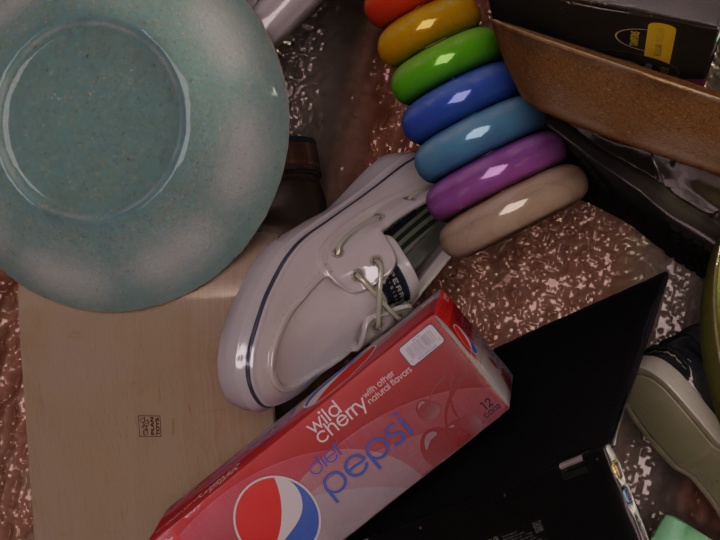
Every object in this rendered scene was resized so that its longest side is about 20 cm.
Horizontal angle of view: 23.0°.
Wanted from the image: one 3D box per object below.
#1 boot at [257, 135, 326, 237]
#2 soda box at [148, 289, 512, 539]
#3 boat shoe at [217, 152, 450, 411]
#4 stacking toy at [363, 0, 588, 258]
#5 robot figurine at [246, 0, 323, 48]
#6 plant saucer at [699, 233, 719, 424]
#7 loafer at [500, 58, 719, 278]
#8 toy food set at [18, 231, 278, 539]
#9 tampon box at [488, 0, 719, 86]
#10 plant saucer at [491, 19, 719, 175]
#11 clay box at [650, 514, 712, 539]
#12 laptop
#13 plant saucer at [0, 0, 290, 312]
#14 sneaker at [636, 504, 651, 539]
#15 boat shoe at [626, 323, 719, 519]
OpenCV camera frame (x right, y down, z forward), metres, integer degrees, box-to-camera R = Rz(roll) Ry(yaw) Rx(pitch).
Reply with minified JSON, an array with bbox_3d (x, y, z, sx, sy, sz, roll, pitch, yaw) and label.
[{"bbox_3d":[-0.113,-0.009,1.011,0.199,0.075,0.097,-14,79,4],"label":"boot"},{"bbox_3d":[-0.016,0.099,0.914,0.200,0.070,0.063,-39,95,11],"label":"soda box"},{"bbox_3d":[0.000,0.000,0.947,0.066,0.074,0.200,7,45,35],"label":"boat shoe"},{"bbox_3d":[0.041,-0.111,0.934,0.085,0.085,0.201,-27,88,4],"label":"stacking toy"},{"bbox_3d":[-0.073,-0.188,1.006,0.200,0.113,0.170,-43,46,1],"label":"robot figurine"},{"bbox_3d":[0.238,0.052,0.922,0.031,0.199,0.201,-24,78,45],"label":"plant saucer"},{"bbox_3d":[0.154,-0.069,0.991,0.200,0.073,0.071,36,78,5],"label":"loafer"},{"bbox_3d":[-0.111,0.079,0.993,0.143,0.060,0.201,0,100,11],"label":"toy food set"},{"bbox_3d":[0.153,-0.218,0.961,0.126,0.150,0.201,13,85,9],"label":"tampon box"},{"bbox_3d":[0.154,-0.077,0.873,0.199,0.200,0.036,20,100,9],"label":"plant saucer"},{"bbox_3d":[0.159,0.245,0.957,0.115,0.048,0.201,33,87,10],"label":"clay box"},{"bbox_3d":[0.093,0.132,0.904,0.187,0.116,0.201,-28,79,40],"label":"laptop"},{"bbox_3d":[-0.138,-0.078,0.937,0.200,0.039,0.202,0,90,12],"label":"plant saucer"},{"bbox_3d":[0.087,0.184,0.967,0.066,0.091,0.200,37,114,-9],"label":"sneaker"},{"bbox_3d":[0.223,0.113,0.955,0.066,0.075,0.200,-40,87,-28],"label":"boat shoe"}]
